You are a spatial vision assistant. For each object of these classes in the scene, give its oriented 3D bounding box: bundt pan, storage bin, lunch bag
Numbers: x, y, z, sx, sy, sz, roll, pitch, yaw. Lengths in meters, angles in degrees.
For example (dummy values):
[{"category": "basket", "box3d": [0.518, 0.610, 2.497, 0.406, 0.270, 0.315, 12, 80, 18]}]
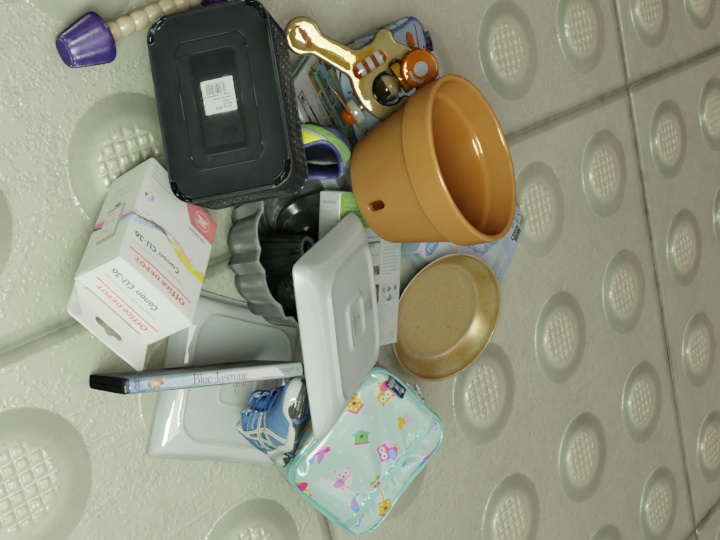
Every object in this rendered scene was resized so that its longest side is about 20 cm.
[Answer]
[{"category": "bundt pan", "box3d": [-0.092, -0.022, 1.130, 0.201, 0.075, 0.204, 16, 71, -53]}, {"category": "storage bin", "box3d": [-0.142, -0.176, 0.989, 0.094, 0.134, 0.202, 0, 80, -82]}, {"category": "lunch bag", "box3d": [0.008, 0.224, 1.159, 0.160, 0.077, 0.200, 44, 81, -17]}, {"category": "lunch bag", "box3d": [0.049, -0.257, 1.264, 0.200, 0.075, 0.162, -43, 118, -50]}]

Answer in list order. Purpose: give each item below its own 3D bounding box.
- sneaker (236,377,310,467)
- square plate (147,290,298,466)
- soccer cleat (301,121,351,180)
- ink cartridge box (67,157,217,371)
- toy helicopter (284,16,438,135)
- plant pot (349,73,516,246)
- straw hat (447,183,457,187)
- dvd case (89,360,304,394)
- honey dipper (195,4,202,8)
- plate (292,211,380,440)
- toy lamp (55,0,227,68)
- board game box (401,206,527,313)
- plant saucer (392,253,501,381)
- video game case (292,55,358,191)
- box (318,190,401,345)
[{"category": "sneaker", "box3d": [-0.099, 0.170, 1.034, 0.076, 0.200, 0.076, 27, 58, 0]}, {"category": "square plate", "box3d": [-0.157, 0.136, 1.120, 0.197, 0.028, 0.202, 17, 79, -43]}, {"category": "soccer cleat", "box3d": [-0.109, -0.140, 1.054, 0.198, 0.084, 0.065, 2, 127, -6]}, {"category": "ink cartridge box", "box3d": [-0.226, -0.007, 0.962, 0.117, 0.067, 0.201, 48, 31, -35]}, {"category": "toy helicopter", "box3d": [-0.008, -0.245, 1.128, 0.199, 0.079, 0.133, 26, 103, -12]}, {"category": "plant pot", "box3d": [0.081, -0.117, 1.095, 0.199, 0.139, 0.202, 24, 59, -48]}, {"category": "straw hat", "box3d": [0.104, -0.153, 1.263, 0.200, 0.200, 0.086, -22, 93, -42]}, {"category": "dvd case", "box3d": [-0.180, 0.114, 0.987, 0.198, 0.142, 0.018, -3, 88, -30]}, {"category": "honey dipper", "box3d": [-0.179, -0.263, 1.085, 0.038, 0.038, 0.202, -19, 102, -43]}, {"category": "plate", "box3d": [-0.017, 0.056, 1.019, 0.200, 0.032, 0.202, -49, 135, -63]}, {"category": "toy lamp", "box3d": [-0.239, -0.276, 0.999, 0.199, 0.058, 0.059, -32, 113, -30]}, {"category": "board game box", "box3d": [0.167, -0.057, 1.426, 0.199, 0.043, 0.201, 44, 62, -37]}, {"category": "plant saucer", "box3d": [0.122, 0.066, 1.357, 0.198, 0.035, 0.202, -12, 113, -28]}, {"category": "video game case", "box3d": [-0.033, -0.180, 1.191, 0.201, 0.023, 0.183, 62, 27, -26]}, {"category": "box", "box3d": [0.000, 0.000, 1.139, 0.144, 0.036, 0.202, -7, 102, -55]}]
